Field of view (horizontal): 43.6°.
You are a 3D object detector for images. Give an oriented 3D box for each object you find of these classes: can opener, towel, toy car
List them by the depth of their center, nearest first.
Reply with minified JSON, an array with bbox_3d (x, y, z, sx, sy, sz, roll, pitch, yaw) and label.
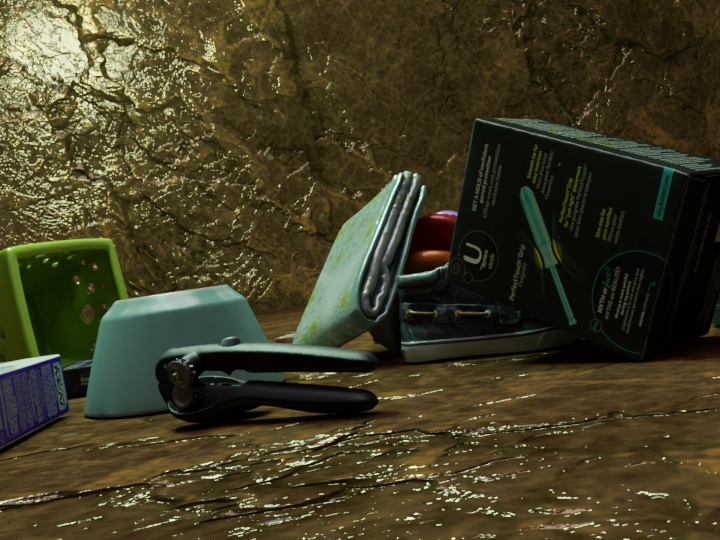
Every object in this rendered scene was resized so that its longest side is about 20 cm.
[{"bbox_3d":[-0.073,0.079,0.678,0.199,0.064,0.078,-9,0,32],"label":"can opener"},{"bbox_3d":[0.000,0.000,1.003,0.048,0.201,0.171,30,-32,-13],"label":"towel"},{"bbox_3d":[0.100,0.006,1.036,0.174,0.151,0.200,-9,0,20],"label":"toy car"}]

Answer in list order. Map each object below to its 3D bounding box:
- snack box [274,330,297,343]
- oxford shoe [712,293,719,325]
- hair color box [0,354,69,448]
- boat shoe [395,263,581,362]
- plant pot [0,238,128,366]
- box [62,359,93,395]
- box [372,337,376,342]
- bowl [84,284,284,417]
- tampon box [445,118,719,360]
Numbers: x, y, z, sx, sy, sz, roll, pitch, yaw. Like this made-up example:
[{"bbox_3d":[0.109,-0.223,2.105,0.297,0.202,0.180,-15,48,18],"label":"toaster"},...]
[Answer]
[{"bbox_3d":[-0.059,0.092,1.258,0.071,0.025,0.200,-7,0,11],"label":"snack box"},{"bbox_3d":[0.357,0.004,0.746,0.072,0.085,0.200,-7,1,-20],"label":"oxford shoe"},{"bbox_3d":[-0.341,0.120,0.790,0.108,0.065,0.200,-9,-1,-2],"label":"hair color box"},{"bbox_3d":[0.130,0.033,0.872,0.199,0.092,0.071,-8,1,13],"label":"boat shoe"},{"bbox_3d":[-0.474,0.073,1.334,0.180,0.202,0.199,-15,-3,32],"label":"plant pot"},{"bbox_3d":[-0.283,0.123,1.122,0.198,0.036,0.143,-7,0,-3],"label":"box"},{"bbox_3d":[0.110,0.042,1.228,0.198,0.080,0.141,-9,3,1],"label":"box"},{"bbox_3d":[-0.180,0.074,0.896,0.199,0.106,0.201,-8,1,0],"label":"bowl"},{"bbox_3d":[0.196,-0.037,0.767,0.199,0.151,0.126,24,21,40],"label":"tampon box"}]
